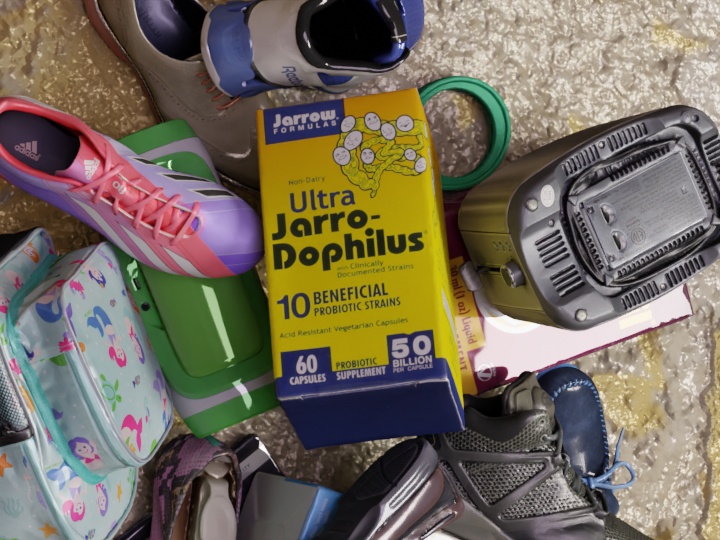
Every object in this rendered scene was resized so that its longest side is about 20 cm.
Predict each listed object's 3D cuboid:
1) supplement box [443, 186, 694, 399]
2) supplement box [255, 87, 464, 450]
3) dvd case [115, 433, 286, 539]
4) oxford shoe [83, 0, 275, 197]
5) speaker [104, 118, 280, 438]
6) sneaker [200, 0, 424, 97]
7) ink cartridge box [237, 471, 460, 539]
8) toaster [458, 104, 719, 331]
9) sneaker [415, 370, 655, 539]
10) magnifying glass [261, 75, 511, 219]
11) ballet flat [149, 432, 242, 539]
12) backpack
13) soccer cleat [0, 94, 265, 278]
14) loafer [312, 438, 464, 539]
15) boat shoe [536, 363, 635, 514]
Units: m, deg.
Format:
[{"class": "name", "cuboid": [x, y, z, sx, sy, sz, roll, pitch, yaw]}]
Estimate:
[{"class": "supplement box", "cuboid": [0.114, 0.002, 1.787, 0.200, 0.103, 0.131, -19, 97, -23]}, {"class": "supplement box", "cuboid": [0.000, 0.000, 1.633, 0.109, 0.110, 0.200, -8, 68, 5]}, {"class": "dvd case", "cuboid": [-0.076, 0.235, 1.758, 0.149, 0.016, 0.200, -38, 106, -18]}, {"class": "oxford shoe", "cuboid": [-0.106, -0.126, 1.702, 0.200, 0.074, 0.071, 47, 74, -18]}, {"class": "speaker", "cuboid": [-0.112, 0.006, 1.683, 0.088, 0.088, 0.200, -22, 88, -22]}, {"class": "sneaker", "cuboid": [-0.001, -0.157, 1.693, 0.199, 0.115, 0.081, -19, 102, -52]}, {"class": "ink cartridge box", "cuboid": [0.024, 0.204, 1.729, 0.200, 0.115, 0.068, 23, 82, -22]}, {"class": "toaster", "cuboid": [0.160, -0.038, 1.681, 0.200, 0.129, 0.114, -29, 101, -20]}, {"class": "sneaker", "cuboid": [0.132, 0.142, 1.702, 0.199, 0.076, 0.114, 25, 103, -2]}, {"class": "magnifying glass", "cuboid": [0.020, -0.072, 1.791, 0.200, 0.022, 0.080, -29, 103, -22]}, {"class": "ballet flat", "cuboid": [-0.109, 0.208, 1.694, 0.069, 0.071, 0.200, 4, 90, -24]}, {"class": "backpack", "cuboid": [-0.205, 0.083, 1.607, 0.150, 0.178, 0.200, -11, 103, 12]}, {"class": "soccer cleat", "cuboid": [-0.152, -0.051, 1.603, 0.200, 0.076, 0.067, 27, 85, -2]}, {"class": "loafer", "cuboid": [-0.009, 0.195, 1.616, 0.200, 0.072, 0.063, -46, 111, -18]}, {"class": "boat shoe", "cuboid": [0.158, 0.160, 1.796, 0.084, 0.069, 0.200, -19, 121, -15]}]
